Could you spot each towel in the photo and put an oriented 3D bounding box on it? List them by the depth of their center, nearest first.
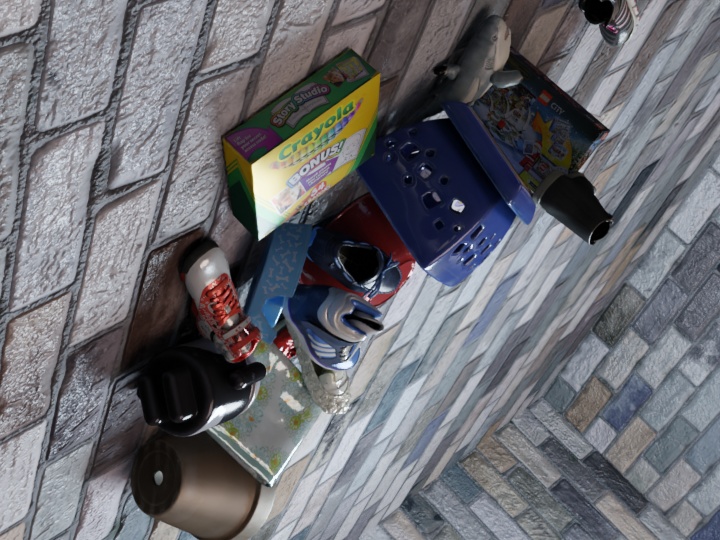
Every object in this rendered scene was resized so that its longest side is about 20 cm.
[{"bbox_3d":[-0.152,0.211,1.847,0.171,0.048,0.200,-53,125,-21],"label":"towel"}]

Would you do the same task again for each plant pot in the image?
[{"bbox_3d":[0.128,-0.113,1.679,0.180,0.200,0.200,-35,164,10],"label":"plant pot"},{"bbox_3d":[-0.262,0.333,1.899,0.173,0.200,0.200,16,119,-51],"label":"plant pot"}]

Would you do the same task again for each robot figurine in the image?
[{"bbox_3d":[-0.224,0.157,1.665,0.200,0.150,0.125,-14,132,-62],"label":"robot figurine"}]

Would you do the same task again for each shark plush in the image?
[{"bbox_3d":[0.130,-0.274,1.672,0.200,0.091,0.083,-30,147,22],"label":"shark plush"}]

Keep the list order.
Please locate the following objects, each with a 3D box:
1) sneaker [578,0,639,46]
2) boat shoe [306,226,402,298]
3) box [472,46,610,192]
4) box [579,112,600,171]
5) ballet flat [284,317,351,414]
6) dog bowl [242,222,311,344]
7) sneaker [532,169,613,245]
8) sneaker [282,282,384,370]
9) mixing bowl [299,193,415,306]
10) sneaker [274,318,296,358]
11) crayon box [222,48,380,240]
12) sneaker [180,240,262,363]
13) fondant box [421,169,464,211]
[{"bbox_3d":[0.380,-0.405,1.860,0.087,0.074,0.200,-42,156,-10],"label":"sneaker"},{"bbox_3d":[0.000,0.000,1.686,0.200,0.069,0.084,16,93,-50],"label":"boat shoe"},{"bbox_3d":[0.248,-0.215,1.770,0.137,0.200,0.038,-53,162,25],"label":"box"},{"bbox_3d":[0.287,-0.226,1.912,0.200,0.124,0.098,-1,110,-65],"label":"box"},{"bbox_3d":[-0.061,0.136,1.865,0.072,0.201,0.072,-24,-172,3],"label":"ballet flat"},{"bbox_3d":[-0.119,0.014,1.640,0.200,0.049,0.112,115,-12,-44],"label":"dog bowl"},{"bbox_3d":[0.314,-0.081,1.705,0.075,0.106,0.200,-51,163,17],"label":"sneaker"},{"bbox_3d":[-0.017,0.094,1.745,0.081,0.146,0.200,-59,136,-22],"label":"sneaker"},{"bbox_3d":[0.013,-0.014,1.842,0.200,0.108,0.200,-39,161,-16],"label":"mixing bowl"},{"bbox_3d":[-0.085,0.109,1.925,0.200,0.085,0.077,-38,160,-21],"label":"sneaker"},{"bbox_3d":[-0.068,-0.150,1.456,0.200,0.058,0.173,-39,160,-20],"label":"crayon box"},{"bbox_3d":[-0.175,0.047,1.566,0.067,0.108,0.202,-37,159,-23],"label":"sneaker"},{"bbox_3d":[0.135,-0.124,1.948,0.144,0.058,0.200,-16,146,-56],"label":"fondant box"}]
